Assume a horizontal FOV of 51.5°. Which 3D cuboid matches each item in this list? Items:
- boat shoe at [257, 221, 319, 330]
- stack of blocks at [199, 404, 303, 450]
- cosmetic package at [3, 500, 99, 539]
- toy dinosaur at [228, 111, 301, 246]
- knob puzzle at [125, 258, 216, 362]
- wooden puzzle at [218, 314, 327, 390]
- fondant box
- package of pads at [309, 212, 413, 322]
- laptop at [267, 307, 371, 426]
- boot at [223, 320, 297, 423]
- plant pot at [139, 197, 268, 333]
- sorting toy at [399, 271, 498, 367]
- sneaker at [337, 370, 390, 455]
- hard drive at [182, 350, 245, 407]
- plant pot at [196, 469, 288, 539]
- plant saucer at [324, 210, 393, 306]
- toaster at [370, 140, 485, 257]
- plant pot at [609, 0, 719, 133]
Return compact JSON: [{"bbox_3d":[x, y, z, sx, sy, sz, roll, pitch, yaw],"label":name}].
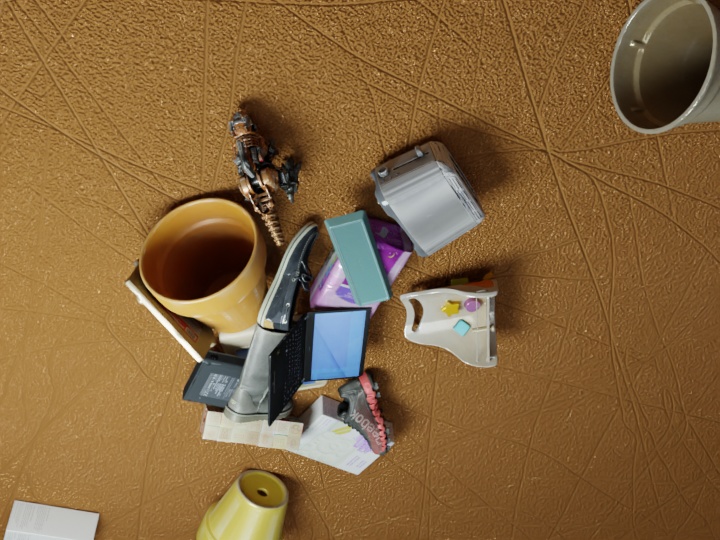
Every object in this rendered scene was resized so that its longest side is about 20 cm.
[{"bbox_3d":[-0.111,0.012,1.288,0.062,0.200,0.075,23,174,8],"label":"boat shoe"},{"bbox_3d":[-0.231,0.326,1.567,0.200,0.115,0.059,11,86,-16],"label":"stack of blocks"},{"bbox_3d":[-0.749,0.633,1.806,0.200,0.085,0.108,17,128,-20],"label":"cosmetic package"},{"bbox_3d":[-0.158,-0.140,1.153,0.102,0.136,0.200,4,90,10],"label":"toy dinosaur"},{"bbox_3d":[-0.324,0.062,1.281,0.030,0.220,0.220,-39,126,7],"label":"knob puzzle"},{"bbox_3d":[-0.171,0.185,1.500,0.185,0.046,0.200,-10,131,3],"label":"wooden puzzle"},{"bbox_3d":[-0.045,0.371,1.669,0.200,0.058,0.144,26,124,-27],"label":"fondant box"},{"bbox_3d":[0.000,0.000,1.338,0.120,0.076,0.200,15,128,-21],"label":"package of pads"},{"bbox_3d":[-0.075,0.173,1.341,0.103,0.200,0.177,19,128,17],"label":"laptop"},{"bbox_3d":[-0.160,0.180,1.383,0.182,0.073,0.200,-1,113,-59],"label":"boot"},{"bbox_3d":[-0.241,0.011,1.260,0.200,0.200,0.183,-12,147,5],"label":"plant pot"},{"bbox_3d":[0.168,0.084,1.421,0.180,0.107,0.200,-3,132,6],"label":"sorting toy"},{"bbox_3d":[0.004,0.311,1.582,0.098,0.071,0.201,-18,112,-6],"label":"sneaker"},{"bbox_3d":[-0.236,0.228,1.484,0.200,0.033,0.140,16,131,-22],"label":"hard drive"},{"bbox_3d":[-0.261,0.583,1.754,0.201,0.201,0.189,17,113,-20],"label":"plant pot"},{"bbox_3d":[0.000,-0.014,1.264,0.070,0.019,0.200,-14,130,7],"label":"plant saucer"},{"bbox_3d":[0.116,-0.114,1.226,0.129,0.114,0.200,-29,126,16],"label":"toaster"},{"bbox_3d":[0.500,-0.291,1.078,0.183,0.200,0.201,1,132,-22],"label":"plant pot"}]
